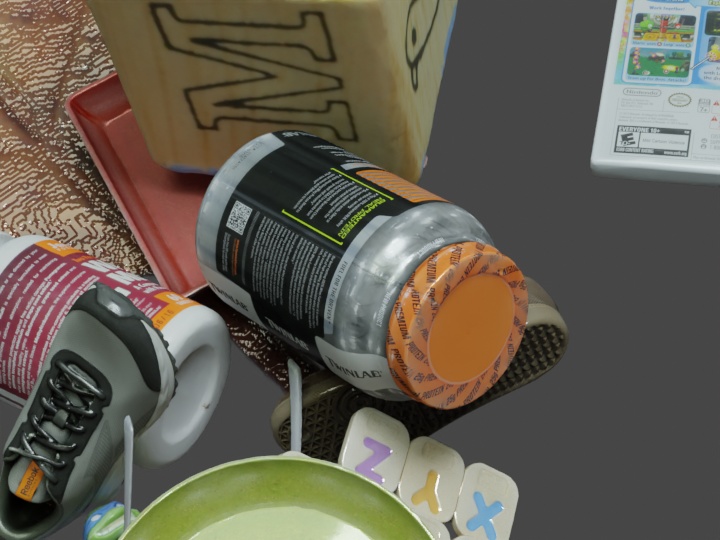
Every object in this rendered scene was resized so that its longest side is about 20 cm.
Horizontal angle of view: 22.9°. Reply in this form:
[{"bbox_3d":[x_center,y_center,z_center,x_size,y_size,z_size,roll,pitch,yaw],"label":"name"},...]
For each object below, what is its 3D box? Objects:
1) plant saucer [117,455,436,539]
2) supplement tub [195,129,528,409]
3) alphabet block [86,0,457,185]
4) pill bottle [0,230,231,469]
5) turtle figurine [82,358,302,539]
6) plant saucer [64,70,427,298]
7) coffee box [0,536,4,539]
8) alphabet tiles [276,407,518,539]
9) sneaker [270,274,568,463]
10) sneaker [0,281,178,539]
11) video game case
[{"bbox_3d":[-0.045,0.195,0.925,0.198,0.031,0.202,-1,59,2],"label":"plant saucer"},{"bbox_3d":[0.000,0.000,1.072,0.122,0.123,0.199,-43,42,-17],"label":"supplement tub"},{"bbox_3d":[-0.049,-0.191,1.159,0.194,0.201,0.197,4,60,12],"label":"alphabet block"},{"bbox_3d":[-0.192,0.043,1.156,0.199,0.110,0.110,23,65,21],"label":"pill bottle"},{"bbox_3d":[-0.079,0.181,1.020,0.200,0.144,0.194,-44,71,11],"label":"turtle figurine"},{"bbox_3d":[-0.080,-0.088,1.241,0.198,0.037,0.201,-28,58,-7],"label":"plant saucer"},{"bbox_3d":[-0.314,0.116,1.119,0.114,0.080,0.201,-28,75,-8],"label":"coffee box"},{"bbox_3d":[0.024,0.185,1.018,0.199,0.015,0.197,28,60,-17],"label":"alphabet tiles"},{"bbox_3d":[0.033,0.060,1.144,0.198,0.071,0.076,-19,37,-5],"label":"sneaker"},{"bbox_3d":[-0.165,0.091,1.041,0.074,0.201,0.079,35,40,13],"label":"sneaker"},{"bbox_3d":[0.270,-0.136,1.238,0.198,0.024,0.184,5,59,14],"label":"video game case"}]
